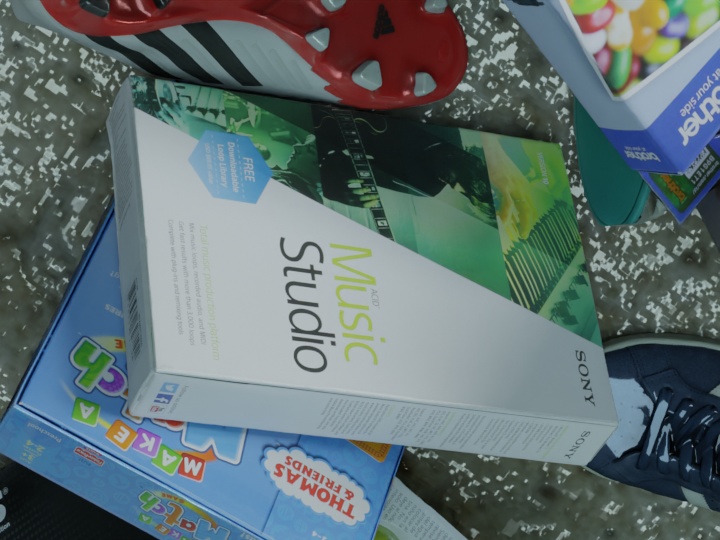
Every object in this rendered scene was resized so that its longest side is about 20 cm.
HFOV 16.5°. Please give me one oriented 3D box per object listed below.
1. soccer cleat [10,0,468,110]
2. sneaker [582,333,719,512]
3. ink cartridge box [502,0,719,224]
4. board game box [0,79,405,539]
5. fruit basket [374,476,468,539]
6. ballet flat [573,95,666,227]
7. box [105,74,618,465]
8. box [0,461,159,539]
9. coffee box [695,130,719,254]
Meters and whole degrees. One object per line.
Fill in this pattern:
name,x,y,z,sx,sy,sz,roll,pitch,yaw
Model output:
soccer cleat,-0.050,-0.107,1.031,0.199,0.085,0.069,8,82,-26
sneaker,0.178,0.083,1.074,0.199,0.085,0.075,13,106,-4
ink cartridge box,0.114,-0.126,0.961,0.119,0.042,0.200,-48,117,-17
board game box,-0.045,0.027,1.004,0.151,0.201,0.037,30,135,-9
fruit basket,-0.013,0.176,1.065,0.200,0.094,0.186,38,104,17
ballet flat,0.128,-0.115,1.029,0.071,0.072,0.201,-3,108,1
box,0.000,0.000,0.995,0.199,0.145,0.036,8,142,-23
box,-0.099,0.158,1.032,0.200,0.047,0.194,-35,61,26
coffee box,0.202,-0.026,0.982,0.113,0.200,0.080,-41,103,11
